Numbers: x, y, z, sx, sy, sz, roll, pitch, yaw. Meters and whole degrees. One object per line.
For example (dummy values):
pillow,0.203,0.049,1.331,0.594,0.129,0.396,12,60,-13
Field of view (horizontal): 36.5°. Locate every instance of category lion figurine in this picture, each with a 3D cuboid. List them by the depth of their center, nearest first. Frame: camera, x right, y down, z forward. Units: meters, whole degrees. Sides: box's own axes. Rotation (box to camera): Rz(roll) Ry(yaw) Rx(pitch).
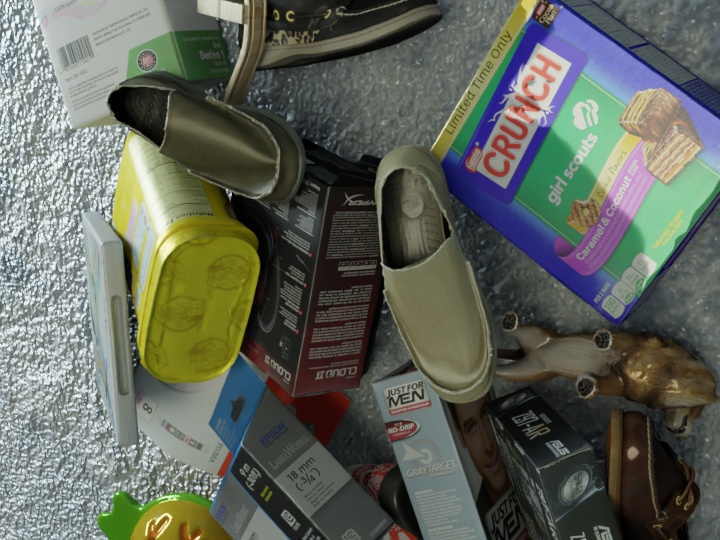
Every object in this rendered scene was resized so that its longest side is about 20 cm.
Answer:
lion figurine,0.174,0.071,0.860,0.198,0.122,0.074,18,95,41

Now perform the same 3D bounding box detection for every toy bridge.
toy bridge,-0.107,-0.220,0.912,0.067,0.027,0.203,24,119,41

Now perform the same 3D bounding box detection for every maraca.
maraca,-0.183,0.286,1.085,0.197,0.107,0.140,4,96,28

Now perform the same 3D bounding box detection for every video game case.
video game case,-0.240,0.048,1.038,0.200,0.022,0.186,-151,57,-69

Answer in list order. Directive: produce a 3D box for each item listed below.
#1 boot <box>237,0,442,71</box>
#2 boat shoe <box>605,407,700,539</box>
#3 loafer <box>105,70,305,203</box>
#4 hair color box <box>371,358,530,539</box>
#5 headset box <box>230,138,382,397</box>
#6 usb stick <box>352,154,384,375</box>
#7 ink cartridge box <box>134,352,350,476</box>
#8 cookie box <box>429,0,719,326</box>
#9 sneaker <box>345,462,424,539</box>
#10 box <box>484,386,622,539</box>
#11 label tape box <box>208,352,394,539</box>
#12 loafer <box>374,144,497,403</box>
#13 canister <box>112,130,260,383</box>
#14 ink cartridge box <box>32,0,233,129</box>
boot,-0.032,-0.252,0.906,0.198,0.073,0.153,-4,100,38
boat shoe,0.217,0.161,0.815,0.069,0.201,0.071,3,61,17
loafer,-0.131,-0.106,0.887,0.198,0.069,0.076,25,112,29
hair color box,0.086,0.169,0.917,0.060,0.099,0.203,-18,92,30
headset box,-0.055,0.002,0.941,0.148,0.074,0.203,31,117,49
usb stick,0.000,0.000,0.966,0.055,0.033,0.203,18,109,17
ink cartridge box,-0.127,0.129,1.055,0.199,0.057,0.164,39,116,21
cookie box,0.172,-0.091,0.827,0.199,0.075,0.172,40,118,16
sneaker,0.047,0.260,0.985,0.107,0.067,0.204,-6,115,51
box,0.161,0.207,0.839,0.043,0.160,0.203,-20,100,-4
label tape box,-0.077,0.192,0.960,0.200,0.063,0.145,44,143,13
loafer,0.048,0.005,0.824,0.075,0.068,0.203,-18,88,17
canister,-0.160,-0.024,0.956,0.201,0.085,0.150,-119,39,-48
ink cartridge box,-0.219,-0.249,0.999,0.143,0.084,0.203,-15,94,30
